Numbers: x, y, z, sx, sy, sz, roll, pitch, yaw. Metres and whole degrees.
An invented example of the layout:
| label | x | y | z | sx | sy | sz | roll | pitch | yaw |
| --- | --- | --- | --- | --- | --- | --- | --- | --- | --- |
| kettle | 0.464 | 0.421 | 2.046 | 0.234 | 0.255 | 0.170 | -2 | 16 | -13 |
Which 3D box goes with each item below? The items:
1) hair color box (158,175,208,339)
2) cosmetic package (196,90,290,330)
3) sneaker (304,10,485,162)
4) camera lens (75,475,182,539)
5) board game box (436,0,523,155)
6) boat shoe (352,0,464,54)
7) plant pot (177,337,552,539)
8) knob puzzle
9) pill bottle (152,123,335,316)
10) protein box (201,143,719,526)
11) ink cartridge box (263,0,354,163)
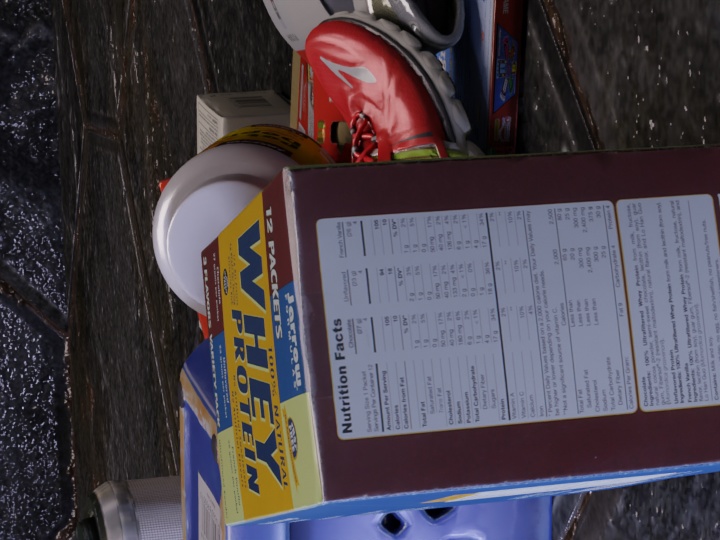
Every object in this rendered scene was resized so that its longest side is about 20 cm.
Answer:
| label | x | y | z | sx | sy | sz | roll | pitch | yaw |
| --- | --- | --- | --- | --- | --- | --- | --- | --- | --- |
| hair color box | -0.069 | 0.017 | 1.439 | 0.111 | 0.064 | 0.201 | -36 | -69 | -69 |
| cosmetic package | -0.088 | -0.038 | 1.650 | 0.105 | 0.071 | 0.201 | -134 | 43 | -67 |
| sneaker | 0.020 | -0.054 | 1.111 | 0.200 | 0.085 | 0.077 | 57 | 154 | 14 |
| camera lens | -0.113 | 0.235 | 1.562 | 0.160 | 0.199 | 0.161 | 177 | 90 | -75 |
| board game box | 0.067 | -0.173 | 1.135 | 0.103 | 0.019 | 0.201 | -129 | 37 | -64 |
| boat shoe | 0.020 | -0.217 | 1.137 | 0.065 | 0.074 | 0.203 | 170 | 92 | -67 |
| plant pot | -0.006 | 0.135 | 1.175 | 0.200 | 0.179 | 0.201 | -139 | 48 | -70 |
| knob puzzle | -0.011 | -0.111 | 1.420 | 0.220 | 0.030 | 0.221 | 177 | 90 | -75 |
| pill bottle | -0.068 | -0.029 | 1.269 | 0.200 | 0.109 | 0.110 | -70 | -21 | -80 |
| protein box | 0.048 | 0.034 | 0.905 | 0.199 | 0.199 | 0.136 | 147 | 119 | -73 |
| ink cartridge box | -0.034 | -0.168 | 1.345 | 0.162 | 0.050 | 0.201 | -166 | 76 | -75 |
